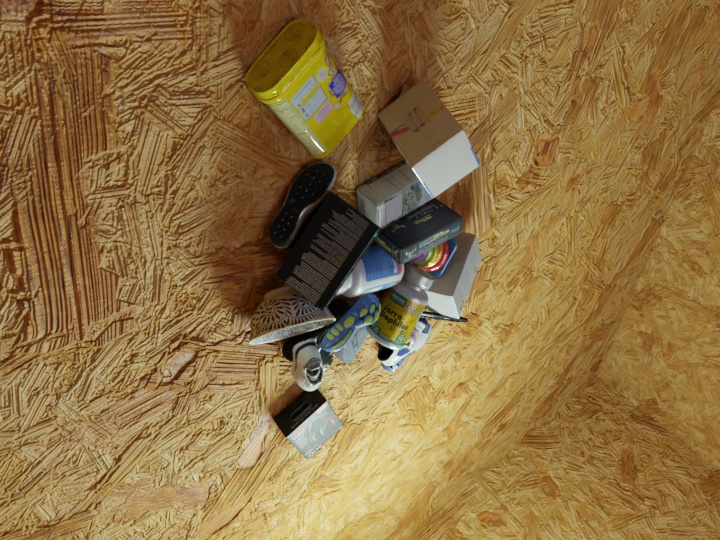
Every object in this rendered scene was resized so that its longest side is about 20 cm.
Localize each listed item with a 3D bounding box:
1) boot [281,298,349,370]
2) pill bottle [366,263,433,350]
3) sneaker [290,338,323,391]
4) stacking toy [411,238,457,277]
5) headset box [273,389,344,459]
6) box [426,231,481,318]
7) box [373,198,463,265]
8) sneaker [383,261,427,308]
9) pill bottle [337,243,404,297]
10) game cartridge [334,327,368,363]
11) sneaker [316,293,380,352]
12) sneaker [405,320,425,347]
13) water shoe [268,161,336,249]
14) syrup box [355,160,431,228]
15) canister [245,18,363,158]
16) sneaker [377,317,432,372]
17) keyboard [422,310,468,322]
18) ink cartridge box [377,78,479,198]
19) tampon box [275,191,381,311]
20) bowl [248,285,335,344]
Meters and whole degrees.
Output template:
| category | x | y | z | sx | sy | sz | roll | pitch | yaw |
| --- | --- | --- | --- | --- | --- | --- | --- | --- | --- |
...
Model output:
| category | x | y | z | sx | sy | sz | roll | pitch | yaw |
| --- | --- | --- | --- | --- | --- | --- | --- | --- | --- |
| boot | -0.094 | 0.174 | 1.464 | 0.203 | 0.073 | 0.154 | -42 | 147 | -9 |
| pill bottle | 0.105 | 0.090 | 1.475 | 0.112 | 0.112 | 0.202 | 13 | 109 | -51 |
| sneaker | -0.121 | 0.248 | 1.383 | 0.075 | 0.081 | 0.202 | -25 | 147 | -16 |
| stacking toy | 0.150 | -0.053 | 1.461 | 0.199 | 0.109 | 0.117 | 0 | 121 | -59 |
| headset box | -0.145 | 0.422 | 1.621 | 0.148 | 0.075 | 0.201 | -39 | 143 | -13 |
| box | 0.253 | 0.008 | 1.600 | 0.202 | 0.096 | 0.125 | -64 | 151 | -24 |
| box | 0.120 | -0.109 | 1.365 | 0.198 | 0.157 | 0.052 | -27 | 139 | -27 |
| sneaker | 0.119 | 0.064 | 1.601 | 0.111 | 0.073 | 0.201 | -34 | 139 | -7 |
| pill bottle | 0.000 | 0.000 | 1.371 | 0.198 | 0.112 | 0.114 | -12 | 130 | -40 |
| game cartridge | -0.020 | 0.170 | 1.497 | 0.134 | 0.041 | 0.201 | -53 | 164 | -16 |
| sneaker | -0.029 | 0.117 | 1.364 | 0.199 | 0.082 | 0.072 | -38 | 110 | -32 |
| sneaker | 0.102 | 0.160 | 1.607 | 0.199 | 0.081 | 0.090 | 30 | 74 | -37 |
| water shoe | -0.118 | -0.134 | 1.183 | 0.201 | 0.071 | 0.079 | -53 | 172 | 2 |
| syrup box | 0.091 | -0.184 | 1.331 | 0.198 | 0.081 | 0.080 | -33 | 143 | -23 |
| canister | -0.090 | -0.311 | 1.023 | 0.149 | 0.086 | 0.200 | -48 | 145 | -2 |
| sneaker | 0.121 | 0.208 | 1.712 | 0.200 | 0.080 | 0.115 | -47 | 146 | -1 |
| keyboard | 0.205 | 0.128 | 1.670 | 0.196 | 0.127 | 0.021 | 11 | 82 | -18 |
| ink cartridge box | 0.137 | -0.283 | 1.212 | 0.124 | 0.202 | 0.128 | -34 | 146 | 10 |
| tampon box | -0.063 | -0.042 | 1.201 | 0.201 | 0.125 | 0.150 | -55 | 180 | 5 |
| bowl | -0.159 | 0.090 | 1.268 | 0.197 | 0.096 | 0.201 | -15 | 169 | -3 |
